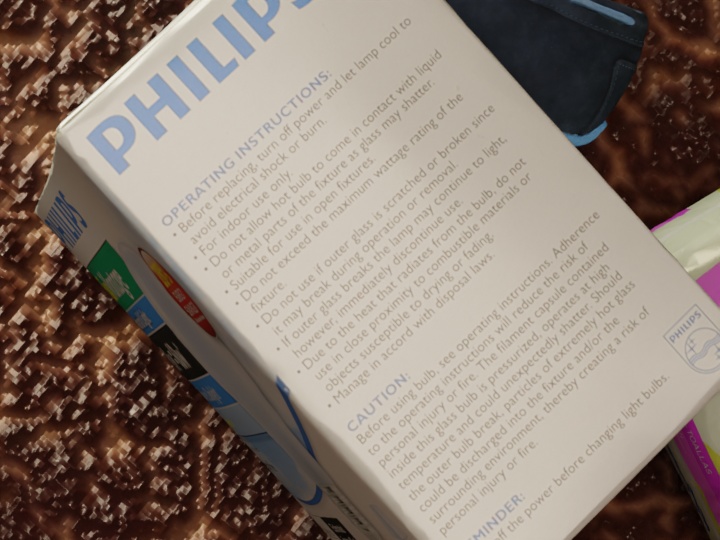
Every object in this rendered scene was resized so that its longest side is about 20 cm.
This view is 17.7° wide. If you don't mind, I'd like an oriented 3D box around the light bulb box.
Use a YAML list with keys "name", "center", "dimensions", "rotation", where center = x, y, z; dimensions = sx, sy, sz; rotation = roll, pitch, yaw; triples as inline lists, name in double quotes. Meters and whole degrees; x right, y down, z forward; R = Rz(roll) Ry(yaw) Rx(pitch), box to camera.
- name: "light bulb box"
  center: [0.000, 0.000, 0.790]
  dimensions: [0.125, 0.198, 0.200]
  rotation: [-43, 92, -11]

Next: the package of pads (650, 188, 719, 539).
- name: "package of pads"
  center: [0.203, 0.022, 0.875]
  dimensions: [0.199, 0.068, 0.155]
  rotation: [-30, 101, -10]

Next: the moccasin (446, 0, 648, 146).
- name: "moccasin"
  center: [0.019, -0.124, 0.864]
  dimensions: [0.199, 0.080, 0.068]
  rotation: [32, 97, -22]
